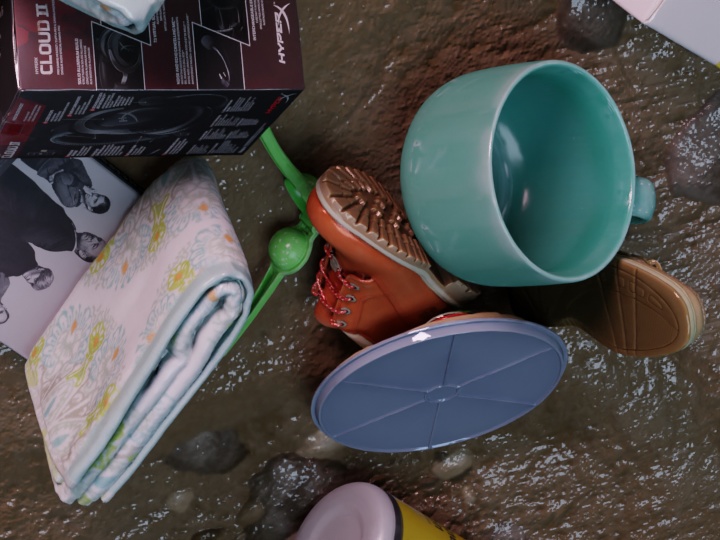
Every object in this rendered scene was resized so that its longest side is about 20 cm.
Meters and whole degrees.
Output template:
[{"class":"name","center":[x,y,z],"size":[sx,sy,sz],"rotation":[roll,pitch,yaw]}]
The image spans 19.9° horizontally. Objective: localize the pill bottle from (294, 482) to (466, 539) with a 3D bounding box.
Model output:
[{"class":"pill bottle","center":[0.046,0.258,1.643],"size":[0.200,0.112,0.112],"rotation":[35,106,-34]}]

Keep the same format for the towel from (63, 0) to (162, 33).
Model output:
[{"class":"towel","center":[-0.169,-0.248,1.170],"size":[0.199,0.048,0.172],"rotation":[27,80,9]}]

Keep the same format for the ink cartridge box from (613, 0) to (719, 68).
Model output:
[{"class":"ink cartridge box","center":[0.248,-0.219,1.359],"size":[0.199,0.147,0.147],"rotation":[22,108,-41]}]

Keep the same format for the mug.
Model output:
[{"class":"mug","center":[0.110,-0.055,1.439],"size":[0.185,0.114,0.153],"rotation":[50,57,-30]}]

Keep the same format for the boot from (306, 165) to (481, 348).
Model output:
[{"class":"boot","center":[0.000,0.000,1.462],"size":[0.107,0.075,0.200],"rotation":[-32,146,13]}]

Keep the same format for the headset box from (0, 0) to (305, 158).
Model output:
[{"class":"headset box","center":[-0.152,-0.125,1.294],"size":[0.198,0.078,0.149],"rotation":[-1,167,-18]}]

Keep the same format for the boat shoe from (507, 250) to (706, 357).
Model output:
[{"class":"boat shoe","center":[0.187,0.014,1.495],"size":[0.066,0.199,0.075],"rotation":[-15,108,-31]}]

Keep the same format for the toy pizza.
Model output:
[{"class":"toy pizza","center":[0.058,0.080,1.546],"size":[0.198,0.032,0.201],"rotation":[-10,151,-6]}]

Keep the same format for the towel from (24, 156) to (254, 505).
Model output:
[{"class":"towel","center":[-0.150,0.037,1.361],"size":[0.048,0.171,0.200],"rotation":[29,108,-31]}]

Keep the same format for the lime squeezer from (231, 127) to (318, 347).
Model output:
[{"class":"lime squeezer","center":[-0.057,-0.026,1.456],"size":[0.070,0.038,0.201],"rotation":[-26,139,-44]}]

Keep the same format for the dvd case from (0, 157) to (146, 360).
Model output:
[{"class":"dvd case","center":[-0.207,-0.007,1.432],"size":[0.150,0.025,0.200],"rotation":[-43,126,10]}]
